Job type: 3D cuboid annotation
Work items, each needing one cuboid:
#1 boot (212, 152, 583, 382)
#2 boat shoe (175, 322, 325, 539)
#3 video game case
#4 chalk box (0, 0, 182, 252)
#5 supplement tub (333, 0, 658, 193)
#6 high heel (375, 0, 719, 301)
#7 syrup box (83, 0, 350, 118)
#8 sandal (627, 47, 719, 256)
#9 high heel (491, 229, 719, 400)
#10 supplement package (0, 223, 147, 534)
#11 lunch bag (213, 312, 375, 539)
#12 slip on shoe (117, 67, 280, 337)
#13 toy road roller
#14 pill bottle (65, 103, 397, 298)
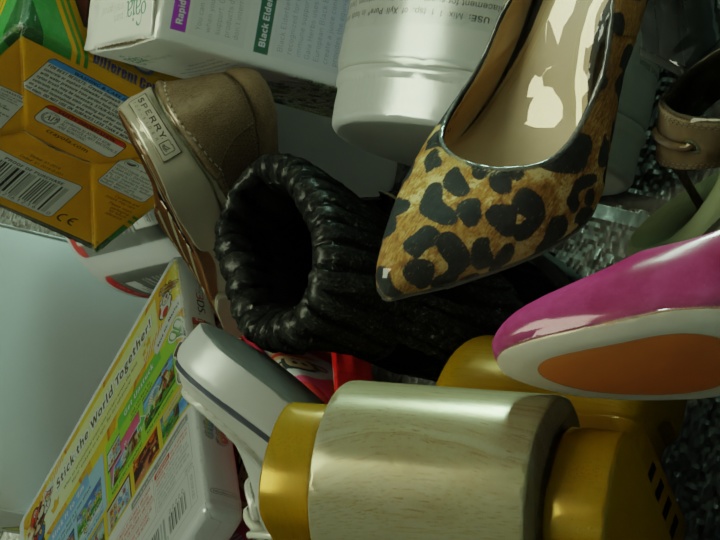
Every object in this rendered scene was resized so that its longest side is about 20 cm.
[{"bbox_3d":[0.001,-0.002,1.125,0.211,0.158,0.079,23,97,63],"label":"boot"},{"bbox_3d":[-0.013,0.101,1.050,0.066,0.200,0.072,-45,33,2],"label":"boat shoe"},{"bbox_3d":[-0.116,0.123,1.268,0.200,0.023,0.182,-58,26,31],"label":"video game case"},{"bbox_3d":[-0.133,-0.137,1.259,0.124,0.125,0.200,-35,41,42],"label":"chalk box"},{"bbox_3d":[0.069,-0.143,1.080,0.132,0.132,0.200,-1,75,63],"label":"supplement tub"},{"bbox_3d":[0.059,-0.090,0.928,0.071,0.200,0.143,23,143,35],"label":"high heel"},{"bbox_3d":[-0.014,-0.114,1.164,0.079,0.200,0.081,-3,74,63],"label":"syrup box"},{"bbox_3d":[0.141,-0.059,0.932,0.080,0.057,0.201,-40,-10,-25],"label":"sandal"},{"bbox_3d":[0.137,-0.019,0.864,0.067,0.200,0.096,61,-163,-59],"label":"high heel"},{"bbox_3d":[-0.202,0.061,1.439,0.111,0.200,0.156,-17,63,61],"label":"supplement package"},{"bbox_3d":[-0.040,0.102,1.237,0.176,0.082,0.200,-68,27,14],"label":"lunch bag"},{"bbox_3d":[-0.059,-0.032,1.171,0.076,0.061,0.200,57,172,26],"label":"slip on shoe"},{"bbox_3d":[0.057,0.075,0.953,0.123,0.200,0.146,3,60,21],"label":"toy road roller"},{"bbox_3d":[-0.069,-0.049,1.335,0.200,0.114,0.114,-11,67,61],"label":"pill bottle"}]
